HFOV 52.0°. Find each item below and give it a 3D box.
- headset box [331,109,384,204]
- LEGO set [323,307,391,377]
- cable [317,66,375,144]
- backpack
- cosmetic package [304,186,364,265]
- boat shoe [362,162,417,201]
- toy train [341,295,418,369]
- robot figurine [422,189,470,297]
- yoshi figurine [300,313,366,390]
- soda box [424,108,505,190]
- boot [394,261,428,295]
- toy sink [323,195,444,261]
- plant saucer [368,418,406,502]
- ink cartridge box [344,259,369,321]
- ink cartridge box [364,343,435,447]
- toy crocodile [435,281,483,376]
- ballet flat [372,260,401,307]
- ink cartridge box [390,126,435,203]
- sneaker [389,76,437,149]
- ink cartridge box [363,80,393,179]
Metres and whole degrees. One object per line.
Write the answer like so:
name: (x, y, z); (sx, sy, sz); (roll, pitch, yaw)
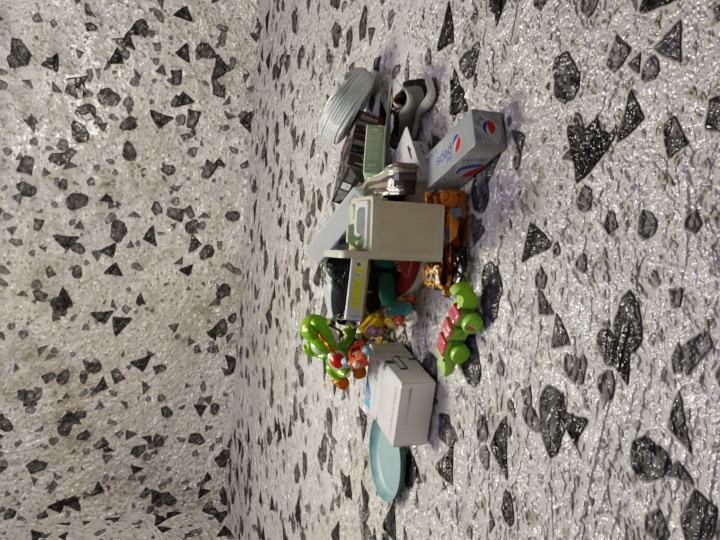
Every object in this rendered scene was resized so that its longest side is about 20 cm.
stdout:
headset box: (-0.004, -0.277, 1.800); (0.149, 0.074, 0.203); (121, 162, -54)
LEGO set: (-0.022, 0.176, 1.736); (0.198, 0.153, 0.117); (-17, 43, 43)
cable: (-0.031, -0.408, 1.826); (0.201, 0.069, 0.201); (-58, -1, 39)
backpack: (-0.010, 0.044, 1.775); (0.155, 0.160, 0.203); (-108, 15, -57)
cosmetic package: (-0.029, -0.110, 1.724); (0.052, 0.150, 0.201); (43, 113, 8)
boat shoe: (0.055, -0.158, 1.492); (0.200, 0.073, 0.075); (151, 117, -69)
toy train: (0.052, 0.140, 1.587); (0.198, 0.056, 0.151); (-33, 28, 17)
robot figurine: (0.159, -0.050, 1.412); (0.145, 0.057, 0.204); (-175, 86, -71)
yoshi figurine: (-0.069, 0.166, 1.636); (0.110, 0.201, 0.113); (-2, 47, 35)
soda box: (0.185, -0.212, 1.335); (0.200, 0.062, 0.070); (139, 130, -64)
boot: (0.072, -0.027, 1.536); (0.202, 0.142, 0.073); (108, 152, -42)
toy sink: (0.041, -0.077, 1.371); (0.130, 0.196, 0.114); (-174, 86, -71)
plant saucer: (0.065, 0.431, 1.714); (0.200, 0.027, 0.205); (180, 90, -71)
ink cartridge box: (0.000, 0.000, 1.564); (0.198, 0.046, 0.204); (-3, -78, -87)
ink cartridge box: (0.080, 0.264, 1.587); (0.200, 0.083, 0.149); (-134, 48, -63)
toy crocodile: (0.174, 0.111, 1.360); (0.068, 0.061, 0.202); (-112, 29, -48)
ballet flat: (0.062, -0.014, 1.641); (0.069, 0.067, 0.203); (-67, -20, -53)
ink cartridge box: (0.107, -0.188, 1.551); (0.201, 0.065, 0.117); (113, 151, -49)
sneaker: (0.094, -0.338, 1.578); (0.201, 0.078, 0.075); (117, 147, -54)
ink cartridge box: (0.040, -0.296, 1.606); (0.146, 0.047, 0.204); (51, -136, -85)
